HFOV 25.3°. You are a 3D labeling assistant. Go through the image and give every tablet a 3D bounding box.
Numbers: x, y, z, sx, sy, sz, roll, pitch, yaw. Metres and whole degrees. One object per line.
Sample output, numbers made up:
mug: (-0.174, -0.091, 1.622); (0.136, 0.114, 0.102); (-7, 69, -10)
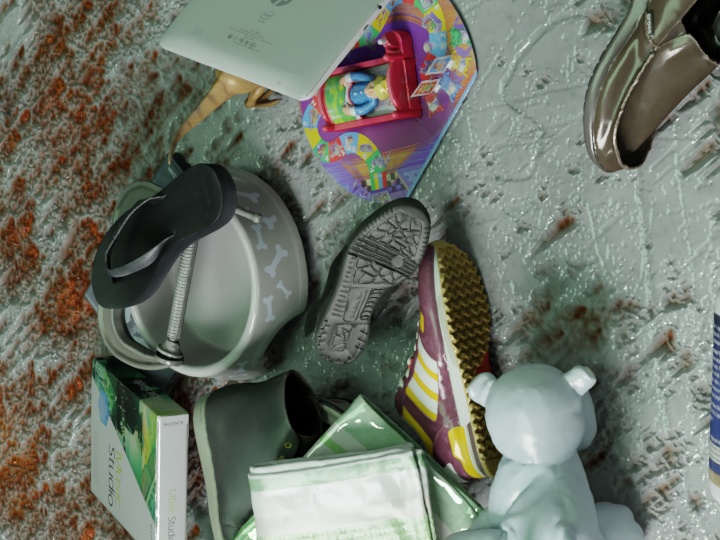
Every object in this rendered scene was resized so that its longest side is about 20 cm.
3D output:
tablet: (-0.075, -0.219, 1.380); (0.199, 0.014, 0.130); (25, 70, 40)

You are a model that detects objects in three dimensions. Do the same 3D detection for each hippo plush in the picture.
hippo plush: (0.121, 0.157, 1.233); (0.158, 0.200, 0.163); (-14, 79, 18)

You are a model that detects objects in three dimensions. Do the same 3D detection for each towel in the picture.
towel: (-0.009, 0.225, 1.330); (0.152, 0.023, 0.200); (42, 103, -3)
towel: (-0.005, 0.245, 1.312); (0.147, 0.031, 0.202); (-8, 102, 10)

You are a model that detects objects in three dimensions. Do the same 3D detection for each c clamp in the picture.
c clamp: (-0.179, 0.006, 1.456); (0.170, 0.027, 0.202); (31, 114, 32)

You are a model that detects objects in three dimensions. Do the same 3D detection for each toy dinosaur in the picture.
toy dinosaur: (-0.113, -0.166, 1.406); (0.060, 0.106, 0.200); (40, 80, 10)

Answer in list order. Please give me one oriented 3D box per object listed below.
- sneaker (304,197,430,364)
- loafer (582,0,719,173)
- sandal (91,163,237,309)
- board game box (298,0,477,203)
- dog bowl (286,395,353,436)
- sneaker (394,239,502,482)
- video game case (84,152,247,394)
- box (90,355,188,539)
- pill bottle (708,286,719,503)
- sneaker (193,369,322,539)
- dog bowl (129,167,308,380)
sneaker: (0.003, 0.001, 1.357); (0.060, 0.105, 0.201); (24, 120, -8)
loafer: (0.222, -0.157, 1.161); (0.071, 0.073, 0.202); (33, 116, 33)
sandal: (-0.186, -0.034, 1.418); (0.200, 0.043, 0.077); (-40, 66, 37)
board game box: (0.007, -0.158, 1.364); (0.158, 0.039, 0.201); (45, 122, 26)
dog bowl: (-0.025, 0.205, 1.426); (0.199, 0.073, 0.203); (7, 101, 40)
sneaker: (0.062, 0.078, 1.332); (0.089, 0.075, 0.202); (-12, 88, 35)
video game case: (-0.190, 0.007, 1.571); (0.143, 0.019, 0.201); (51, 124, 23)
box: (-0.217, 0.179, 1.558); (0.200, 0.036, 0.146); (24, 115, 59)
pill bottle: (0.299, 0.061, 1.106); (0.110, 0.111, 0.203); (7, 101, 39)
sneaker: (-0.072, 0.190, 1.367); (0.106, 0.075, 0.202); (-20, 86, 35)
dog bowl: (-0.140, 0.006, 1.480); (0.199, 0.058, 0.203); (7, 101, 38)
